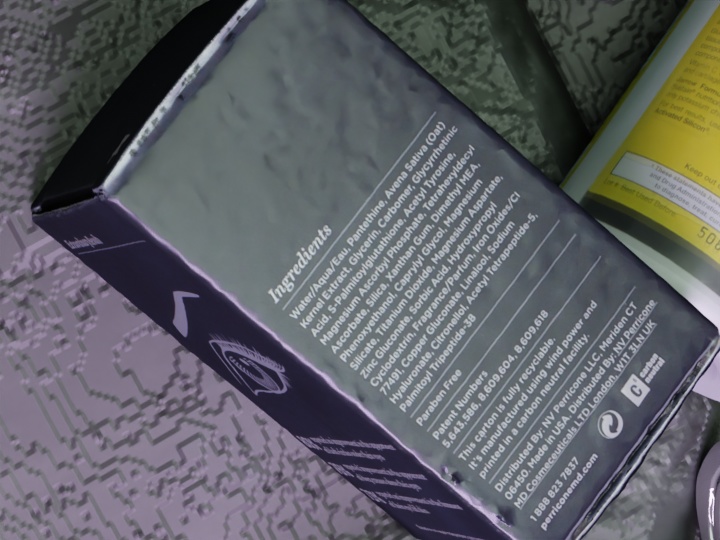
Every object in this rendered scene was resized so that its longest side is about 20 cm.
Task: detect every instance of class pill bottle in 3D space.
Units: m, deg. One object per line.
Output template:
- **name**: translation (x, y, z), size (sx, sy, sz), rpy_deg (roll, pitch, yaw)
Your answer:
- **pill bottle**: translation (0.160, -0.058, 0.997), size (0.112, 0.112, 0.200), rpy_deg (38, 80, -13)

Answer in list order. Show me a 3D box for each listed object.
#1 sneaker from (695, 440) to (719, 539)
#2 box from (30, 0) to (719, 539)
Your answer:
- **sneaker**: translation (0.189, 0.155, 1.026), size (0.080, 0.076, 0.201), rpy_deg (-9, 93, -26)
- **box**: translation (0.000, 0.000, 0.929), size (0.200, 0.148, 0.104), rpy_deg (41, 78, -13)
